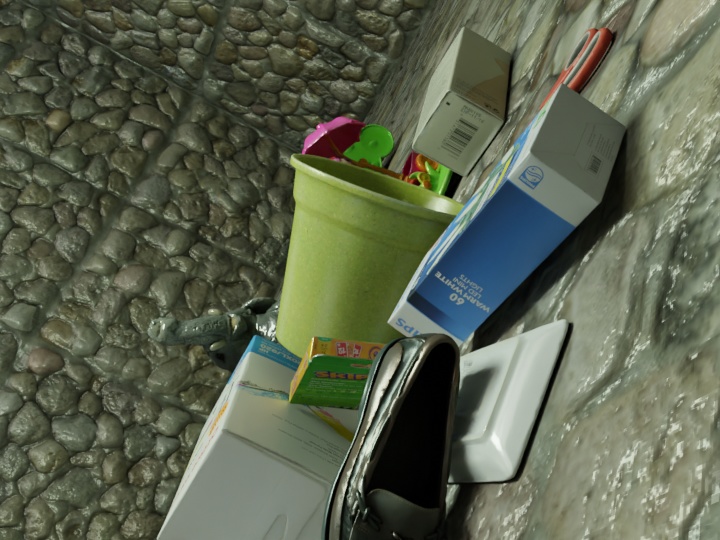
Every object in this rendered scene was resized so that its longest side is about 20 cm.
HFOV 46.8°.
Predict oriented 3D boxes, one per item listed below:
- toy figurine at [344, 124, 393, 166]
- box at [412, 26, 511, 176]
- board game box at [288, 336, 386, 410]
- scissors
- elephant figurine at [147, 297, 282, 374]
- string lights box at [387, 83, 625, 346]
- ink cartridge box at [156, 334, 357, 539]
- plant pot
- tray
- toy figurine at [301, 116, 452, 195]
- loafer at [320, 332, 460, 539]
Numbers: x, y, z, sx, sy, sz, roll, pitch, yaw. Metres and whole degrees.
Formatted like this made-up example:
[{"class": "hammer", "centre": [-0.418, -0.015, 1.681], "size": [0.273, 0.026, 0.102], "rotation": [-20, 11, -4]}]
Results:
[{"class": "toy figurine", "centre": [-0.024, -0.214, 1.861], "size": [0.200, 0.150, 0.184], "rotation": [-42, -9, -21]}, {"class": "box", "centre": [0.130, -0.216, 1.045], "size": [0.095, 0.078, 0.200], "rotation": [-57, 10, 39]}, {"class": "board game box", "centre": [-0.006, 0.093, 0.727], "size": [0.200, 0.095, 0.030], "rotation": [121, 155, -71]}, {"class": "scissors", "centre": [0.169, -0.142, 0.782], "size": [0.200, 0.014, 0.073], "rotation": [-57, 11, 26]}, {"class": "elephant figurine", "centre": [-0.121, 0.083, 1.004], "size": [0.200, 0.155, 0.142], "rotation": [-18, 14, 15]}, {"class": "string lights box", "centre": [0.104, -0.029, 0.618], "size": [0.200, 0.059, 0.103], "rotation": [-54, 2, 44]}, {"class": "ink cartridge box", "centre": [-0.091, 0.193, 0.844], "size": [0.147, 0.144, 0.200], "rotation": [-59, 8, 19]}, {"class": "plant pot", "centre": [0.000, 0.000, 0.844], "size": [0.200, 0.200, 0.185], "rotation": [-97, 25, -76]}, {"class": "tray", "centre": [0.073, 0.094, 0.583], "size": [0.108, 0.022, 0.200], "rotation": [-64, 8, -20]}, {"class": "toy figurine", "centre": [0.008, -0.115, 1.065], "size": [0.150, 0.184, 0.200], "rotation": [119, 171, -48]}, {"class": "loafer", "centre": [0.023, 0.132, 0.522], "size": [0.063, 0.072, 0.200], "rotation": [144, 140, -62]}]
